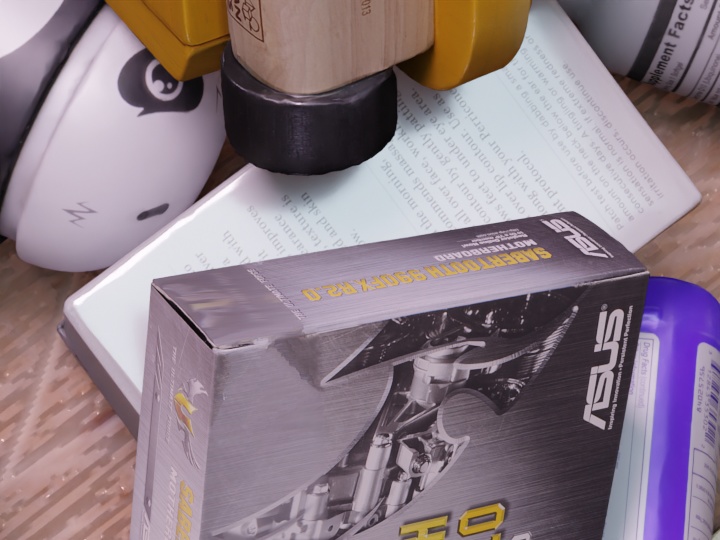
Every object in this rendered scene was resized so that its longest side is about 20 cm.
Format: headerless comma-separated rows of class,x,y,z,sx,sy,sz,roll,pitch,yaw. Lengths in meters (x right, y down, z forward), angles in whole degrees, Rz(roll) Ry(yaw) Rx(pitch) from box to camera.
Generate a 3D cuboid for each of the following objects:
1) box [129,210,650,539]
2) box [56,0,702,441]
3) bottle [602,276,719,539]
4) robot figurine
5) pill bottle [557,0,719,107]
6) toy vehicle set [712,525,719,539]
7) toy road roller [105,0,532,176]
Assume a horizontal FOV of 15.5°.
box,0.004,0.087,0.863,0.158,0.048,0.201,-9,122,-30
box,0.000,0.000,0.960,0.200,0.152,0.106,-37,91,-8
bottle,0.097,0.106,0.975,0.065,0.084,0.201,4,73,10
robot figurine,-0.144,-0.083,0.985,0.200,0.125,0.151,28,82,3
pill bottle,0.152,-0.118,1.014,0.199,0.116,0.116,18,79,0
toy vehicle set,0.239,0.144,1.015,0.124,0.027,0.200,-39,84,-9
toy road roller,-0.009,-0.134,0.873,0.146,0.123,0.200,-22,42,-23
